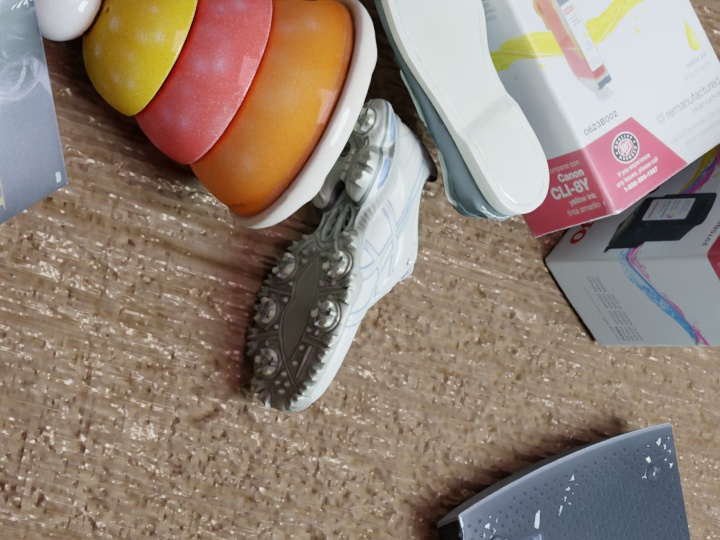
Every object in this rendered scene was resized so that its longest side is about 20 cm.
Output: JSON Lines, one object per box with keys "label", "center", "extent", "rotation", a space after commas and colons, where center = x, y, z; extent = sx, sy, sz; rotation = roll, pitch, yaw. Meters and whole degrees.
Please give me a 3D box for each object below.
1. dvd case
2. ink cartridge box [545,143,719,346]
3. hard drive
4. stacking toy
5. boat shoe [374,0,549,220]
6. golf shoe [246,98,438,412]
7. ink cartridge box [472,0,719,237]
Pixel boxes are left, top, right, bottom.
{"label": "dvd case", "center": [-0.243, -0.065, 1.460], "extent": [0.200, 0.016, 0.149], "rotation": [-34, 133, -34]}
{"label": "ink cartridge box", "center": [0.240, -0.026, 1.785], "extent": [0.146, 0.200, 0.083], "rotation": [-50, 118, -28]}
{"label": "hard drive", "center": [0.135, 0.184, 1.802], "extent": [0.200, 0.042, 0.135], "rotation": [-20, 104, -38]}
{"label": "stacking toy", "center": [-0.105, -0.124, 1.552], "extent": [0.200, 0.146, 0.146], "rotation": [26, 74, -22]}
{"label": "boat shoe", "center": [0.045, -0.121, 1.681], "extent": [0.073, 0.062, 0.200], "rotation": [-32, 100, -36]}
{"label": "golf shoe", "center": [0.000, 0.000, 1.665], "extent": [0.097, 0.078, 0.200], "rotation": [31, 72, -43]}
{"label": "ink cartridge box", "center": [0.136, -0.145, 1.743], "extent": [0.145, 0.083, 0.200], "rotation": [-33, 100, -36]}
